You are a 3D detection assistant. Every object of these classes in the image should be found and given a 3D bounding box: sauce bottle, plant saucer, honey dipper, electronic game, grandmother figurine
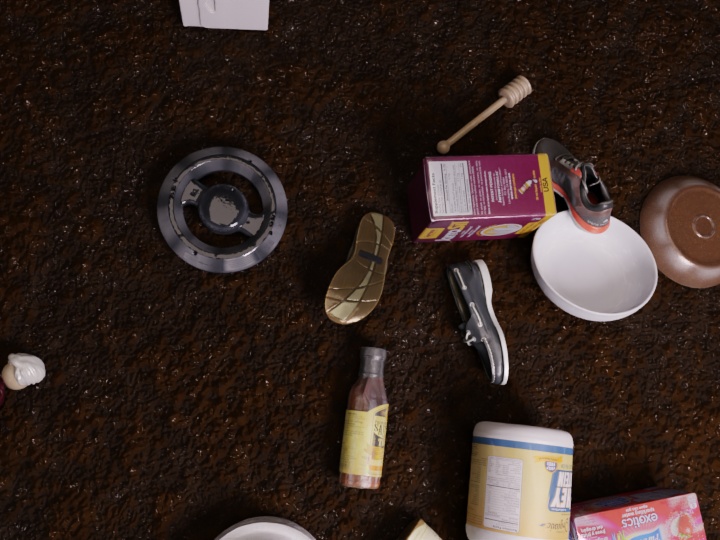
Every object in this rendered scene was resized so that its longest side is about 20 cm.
[{"bbox_3d":[0.009,0.216,1.000,0.065,0.066,0.202,8,79,-7],"label":"sauce bottle"},{"bbox_3d":[0.581,-0.072,1.162,0.198,0.037,0.202,2,79,-8],"label":"plant saucer"},{"bbox_3d":[0.207,-0.260,1.147,0.200,0.038,0.038,-39,86,-13],"label":"honey dipper"},{"bbox_3d":[-0.212,-0.095,1.046,0.198,0.042,0.202,2,79,-10],"label":"electronic game"},{"bbox_3d":[-0.537,0.172,0.932,0.199,0.061,0.122,-26,64,-17],"label":"grandmother figurine"}]

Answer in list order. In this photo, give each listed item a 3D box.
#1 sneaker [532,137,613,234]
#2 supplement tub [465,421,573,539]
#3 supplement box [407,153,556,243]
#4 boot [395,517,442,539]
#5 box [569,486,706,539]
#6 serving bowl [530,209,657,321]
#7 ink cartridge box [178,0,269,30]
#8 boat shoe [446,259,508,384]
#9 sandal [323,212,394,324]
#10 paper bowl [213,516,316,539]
[{"bbox_3d":[0.354,-0.157,1.100,0.076,0.082,0.201,-18,59,-16],"label":"sneaker"},{"bbox_3d":[0.226,0.325,0.968,0.143,0.145,0.202,8,77,-7],"label":"supplement tub"},{"bbox_3d":[0.185,-0.111,1.063,0.198,0.131,0.104,-3,79,-8],"label":"supplement box"},{"bbox_3d":[0.080,0.478,0.951,0.155,0.073,0.200,39,70,4],"label":"boot"},{"bbox_3d":[0.393,0.389,1.003,0.198,0.100,0.096,-7,79,-10],"label":"box"},{"bbox_3d":[0.365,0.000,1.085,0.198,0.066,0.202,2,56,-3],"label":"serving bowl"},{"bbox_3d":[-0.217,-0.512,1.080,0.143,0.147,0.202,0,78,-8],"label":"ink cartridge box"},{"bbox_3d":[0.180,0.082,1.054,0.060,0.076,0.202,-7,67,-10],"label":"boat shoe"},{"bbox_3d":[0.000,0.000,1.056,0.080,0.054,0.201,25,61,-8],"label":"sandal"},{"bbox_3d":[-0.132,0.443,0.912,0.199,0.104,0.203,1,79,-7],"label":"paper bowl"}]
